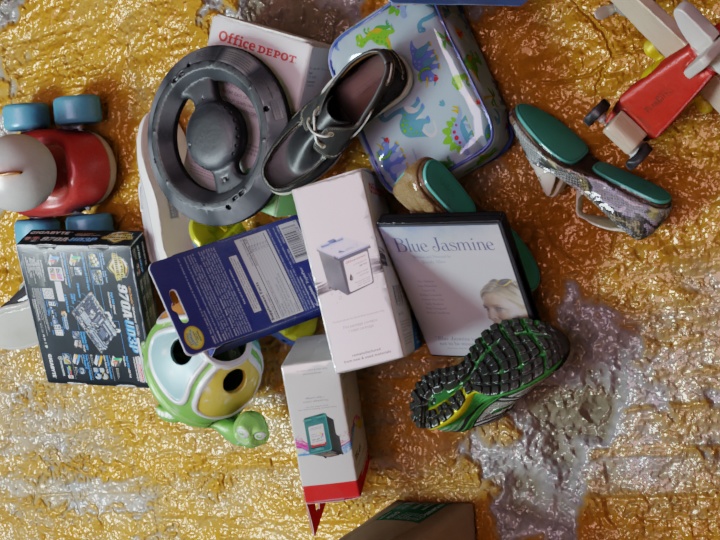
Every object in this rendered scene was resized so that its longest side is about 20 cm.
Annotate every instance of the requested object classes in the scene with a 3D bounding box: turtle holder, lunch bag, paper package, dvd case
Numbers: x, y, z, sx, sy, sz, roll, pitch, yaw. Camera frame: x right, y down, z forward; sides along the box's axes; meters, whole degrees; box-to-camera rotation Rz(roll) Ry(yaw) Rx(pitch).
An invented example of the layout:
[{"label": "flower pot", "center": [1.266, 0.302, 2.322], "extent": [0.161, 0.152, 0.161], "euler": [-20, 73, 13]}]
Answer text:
[{"label": "turtle holder", "center": [-0.179, 0.118, 1.468], "extent": [0.132, 0.139, 0.188], "euler": [133, 140, -55]}, {"label": "lunch bag", "center": [0.062, -0.190, 1.358], "extent": [0.160, 0.082, 0.202], "euler": [-29, 81, 27]}, {"label": "paper package", "center": [0.048, 0.364, 1.360], "extent": [0.102, 0.199, 0.194], "euler": [-1, 96, 29]}, {"label": "dvd case", "center": [0.111, 0.019, 1.325], "extent": [0.141, 0.018, 0.201], "euler": [0, 133, 29]}]

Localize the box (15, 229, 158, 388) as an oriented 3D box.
[{"label": "box", "center": [-0.335, 0.049, 1.571], "extent": [0.157, 0.046, 0.203], "euler": [1, 116, 16]}]

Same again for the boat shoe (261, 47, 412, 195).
[{"label": "boat shoe", "center": [-0.035, -0.158, 1.312], "extent": [0.200, 0.068, 0.072], "euler": [-41, 81, 14]}]

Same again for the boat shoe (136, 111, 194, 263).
[{"label": "boat shoe", "center": [-0.246, -0.095, 1.550], "extent": [0.068, 0.071, 0.203], "euler": [-20, 83, 50]}]

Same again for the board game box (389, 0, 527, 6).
[{"label": "board game box", "center": [0.097, -0.327, 1.305], "extent": [0.197, 0.039, 0.160], "euler": [1, 62, -1]}]

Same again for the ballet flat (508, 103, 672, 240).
[{"label": "ballet flat", "center": [0.224, -0.094, 1.290], "extent": [0.200, 0.072, 0.073], "euler": [37, 111, 22]}]

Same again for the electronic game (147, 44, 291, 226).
[{"label": "electronic game", "center": [-0.161, -0.151, 1.411], "extent": [0.198, 0.041, 0.203], "euler": [2, 95, 31]}]

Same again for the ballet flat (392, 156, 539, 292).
[{"label": "ballet flat", "center": [0.107, -0.040, 1.329], "extent": [0.200, 0.068, 0.072], "euler": [40, 143, -25]}]

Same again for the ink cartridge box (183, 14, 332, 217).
[{"label": "ink cartridge box", "center": [-0.114, -0.181, 1.454], "extent": [0.145, 0.084, 0.203], "euler": [21, 105, 27]}]

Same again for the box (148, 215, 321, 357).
[{"label": "box", "center": [-0.134, 0.019, 1.428], "extent": [0.122, 0.198, 0.032], "euler": [63, 152, 15]}]

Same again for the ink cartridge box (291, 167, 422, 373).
[{"label": "ink cartridge box", "center": [0.000, 0.000, 1.368], "extent": [0.085, 0.146, 0.203], "euler": [-15, 88, 10]}]

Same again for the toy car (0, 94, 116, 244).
[{"label": "toy car", "center": [-0.426, -0.122, 1.567], "extent": [0.175, 0.199, 0.187], "euler": [-2, 94, 29]}]

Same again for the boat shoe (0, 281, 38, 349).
[{"label": "boat shoe", "center": [-0.426, 0.040, 1.665], "extent": [0.074, 0.061, 0.199], "euler": [38, 126, -25]}]

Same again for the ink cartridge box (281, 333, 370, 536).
[{"label": "ink cartridge box", "center": [-0.034, 0.183, 1.418], "extent": [0.066, 0.116, 0.203], "euler": [-8, 102, 8]}]

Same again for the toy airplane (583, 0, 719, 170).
[{"label": "toy airplane", "center": [0.314, -0.196, 1.186], "extent": [0.198, 0.141, 0.202], "euler": [17, 137, 39]}]

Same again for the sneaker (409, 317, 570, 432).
[{"label": "sneaker", "center": [0.147, 0.114, 1.347], "extent": [0.199, 0.085, 0.079], "euler": [-32, 56, 36]}]

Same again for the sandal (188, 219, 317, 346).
[{"label": "sandal", "center": [-0.129, 0.014, 1.501], "extent": [0.200, 0.079, 0.087], "euler": [47, 150, 9]}]
